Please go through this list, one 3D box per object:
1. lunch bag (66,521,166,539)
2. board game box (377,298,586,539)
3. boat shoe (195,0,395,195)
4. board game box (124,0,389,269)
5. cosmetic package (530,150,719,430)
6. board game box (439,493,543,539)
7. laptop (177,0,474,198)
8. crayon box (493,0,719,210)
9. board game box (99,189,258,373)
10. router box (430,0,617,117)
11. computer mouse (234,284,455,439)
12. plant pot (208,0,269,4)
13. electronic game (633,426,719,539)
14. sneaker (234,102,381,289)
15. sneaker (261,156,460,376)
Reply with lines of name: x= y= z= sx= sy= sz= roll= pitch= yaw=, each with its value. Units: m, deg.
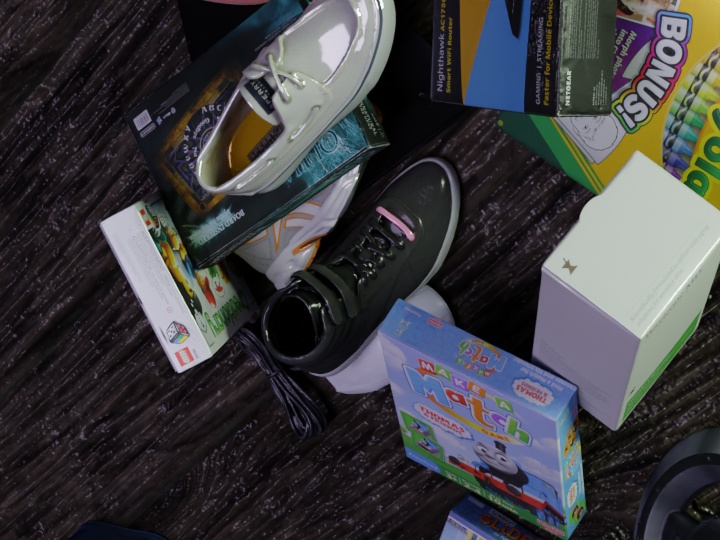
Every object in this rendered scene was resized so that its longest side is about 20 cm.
lunch bag: x=-0.238 y=0.347 z=1.801 sx=0.135 sy=0.132 sz=0.202 roll=4 pitch=111 yaw=33
board game box: x=0.094 y=0.114 z=1.475 sx=0.150 sy=0.037 sz=0.201 roll=26 pitch=154 yaw=23
boat shoe: x=-0.051 y=-0.126 z=1.377 sx=0.071 sy=0.070 sz=0.200 roll=53 pitch=125 yaw=16
board game box: x=-0.080 y=-0.104 z=1.466 sx=0.199 sy=0.028 sz=0.136 roll=-32 pitch=80 yaw=37
cosmetic package: x=0.178 y=0.018 z=1.334 sx=0.085 sy=0.108 sz=0.200 roll=38 pitch=166 yaw=14
board game box: x=0.107 y=0.297 z=1.608 sx=0.135 sy=0.034 sz=0.201 roll=31 pitch=124 yaw=19
laptop: x=-0.029 y=-0.181 z=1.511 sx=0.187 sy=0.115 sz=0.202 roll=-35 pitch=60 yaw=38
crayon box: x=0.206 y=-0.139 z=1.338 sx=0.172 sy=0.058 sz=0.201 roll=36 pitch=126 yaw=16
board game box: x=-0.138 y=-0.002 z=1.546 sx=0.034 sy=0.200 sz=0.127 roll=-26 pitch=96 yaw=11
router box: x=0.109 y=-0.208 z=1.317 sx=0.149 sy=0.051 sz=0.202 roll=14 pitch=104 yaw=57
computer mouse: x=-0.011 y=0.064 z=1.582 sx=0.199 sy=0.044 sz=0.110 roll=-25 pitch=94 yaw=38
plant pot: x=-0.098 y=-0.291 z=1.374 sx=0.199 sy=0.200 sz=0.181 roll=24 pitch=112 yaw=23
electronic game: x=0.266 y=0.213 z=1.418 sx=0.199 sy=0.041 sz=0.202 roll=-4 pitch=85 yaw=55
sneaker: x=-0.055 y=-0.066 z=1.505 sx=0.091 sy=0.076 sz=0.200 roll=28 pitch=133 yaw=-6
sneaker: x=0.000 y=0.000 z=1.484 sx=0.071 sy=0.099 sz=0.201 roll=41 pitch=105 yaw=17
